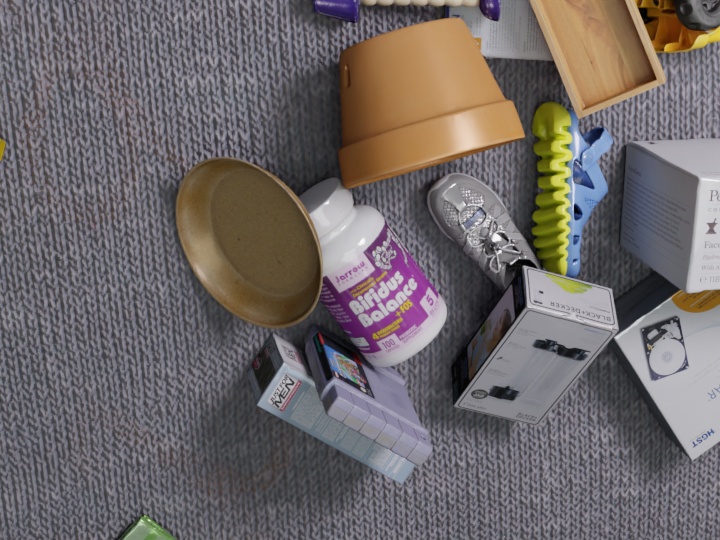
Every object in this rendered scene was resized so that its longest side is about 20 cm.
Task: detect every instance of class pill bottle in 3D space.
[{"bbox_3d":[0.000,0.000,1.542,0.112,0.112,0.200,-37,110,0],"label":"pill bottle"}]

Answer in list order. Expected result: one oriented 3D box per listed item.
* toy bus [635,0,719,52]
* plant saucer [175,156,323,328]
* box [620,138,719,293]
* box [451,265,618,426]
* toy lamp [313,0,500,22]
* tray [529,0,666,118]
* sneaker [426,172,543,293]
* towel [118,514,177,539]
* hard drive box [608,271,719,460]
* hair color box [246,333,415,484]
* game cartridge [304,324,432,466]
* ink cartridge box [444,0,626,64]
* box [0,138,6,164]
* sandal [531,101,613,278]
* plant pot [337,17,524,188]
[{"bbox_3d":[0.385,-0.346,1.523,0.191,0.135,0.202,-9,107,-28],"label":"toy bus"},{"bbox_3d":[-0.112,-0.034,1.496,0.035,0.199,0.201,-37,117,-45],"label":"plant saucer"},{"bbox_3d":[0.421,-0.067,1.567,0.197,0.200,0.132,-3,107,-11],"label":"box"},{"bbox_3d":[0.194,0.089,1.583,0.116,0.060,0.200,13,138,-14],"label":"box"},{"bbox_3d":[0.049,-0.292,1.484,0.198,0.058,0.059,-1,107,2],"label":"toy lamp"},{"bbox_3d":[0.239,-0.274,1.473,0.098,0.037,0.201,-21,98,20],"label":"tray"},{"bbox_3d":[0.157,-0.033,1.581,0.075,0.082,0.200,-45,110,2],"label":"sneaker"},{"bbox_3d":[-0.270,0.399,1.648,0.149,0.031,0.200,41,92,-22],"label":"towel"},{"bbox_3d":[0.400,0.098,1.676,0.155,0.077,0.200,-36,110,0],"label":"hard drive box"},{"bbox_3d":[-0.027,0.157,1.588,0.199,0.099,0.061,31,98,-18],"label":"hair color box"},{"bbox_3d":[0.004,0.131,1.534,0.129,0.200,0.038,35,101,-20],"label":"game cartridge"},{"bbox_3d":[0.193,-0.328,1.511,0.198,0.041,0.201,6,106,13],"label":"ink cartridge box"},{"bbox_3d":[-0.495,-0.093,1.404,0.192,0.122,0.200,35,96,-18],"label":"box"},{"bbox_3d":[0.244,-0.089,1.581,0.086,0.079,0.202,-1,98,-20],"label":"sandal"},{"bbox_3d":[0.061,-0.180,1.471,0.199,0.200,0.141,-16,93,-7],"label":"plant pot"}]
